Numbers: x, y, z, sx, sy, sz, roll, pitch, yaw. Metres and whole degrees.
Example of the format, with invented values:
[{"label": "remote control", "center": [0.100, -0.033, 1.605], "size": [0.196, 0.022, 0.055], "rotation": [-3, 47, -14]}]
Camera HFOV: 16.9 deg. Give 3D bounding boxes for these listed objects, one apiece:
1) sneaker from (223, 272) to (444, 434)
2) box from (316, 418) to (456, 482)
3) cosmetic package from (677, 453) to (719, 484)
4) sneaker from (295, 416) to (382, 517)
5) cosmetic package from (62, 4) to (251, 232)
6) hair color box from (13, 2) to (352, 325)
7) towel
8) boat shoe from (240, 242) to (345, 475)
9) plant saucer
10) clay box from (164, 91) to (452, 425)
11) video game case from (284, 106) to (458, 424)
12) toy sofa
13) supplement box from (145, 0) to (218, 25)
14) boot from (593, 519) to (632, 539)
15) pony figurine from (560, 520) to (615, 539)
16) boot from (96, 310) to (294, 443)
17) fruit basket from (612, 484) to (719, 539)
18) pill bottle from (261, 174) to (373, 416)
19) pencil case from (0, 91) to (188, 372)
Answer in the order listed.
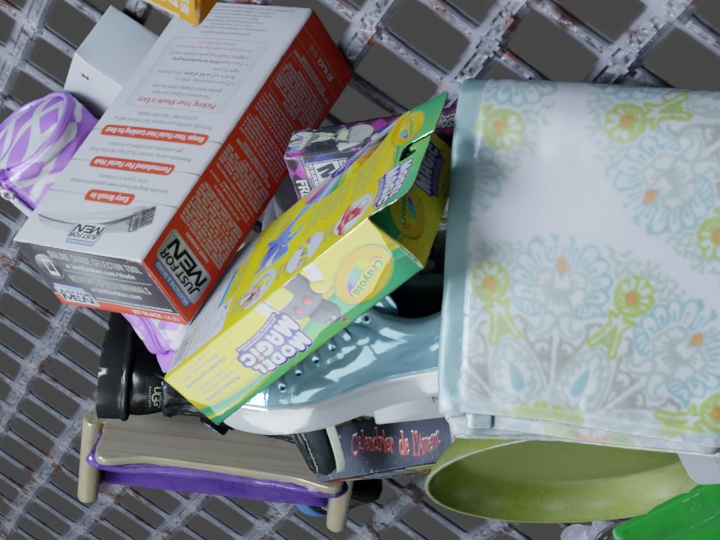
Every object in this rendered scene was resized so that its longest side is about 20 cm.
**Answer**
[{"label": "sneaker", "center": [0.002, 0.034, 1.405], "size": [0.200, 0.074, 0.082], "rotation": [-15, 117, 12]}, {"label": "box", "center": [0.076, 0.115, 1.656], "size": [0.136, 0.038, 0.200], "rotation": [-1, 172, -31]}, {"label": "cosmetic package", "center": [0.268, 0.059, 1.340], "size": [0.200, 0.074, 0.102], "rotation": [-5, 134, 31]}, {"label": "sneaker", "center": [-0.035, 0.113, 1.849], "size": [0.083, 0.071, 0.200], "rotation": [-8, 135, 19]}, {"label": "cosmetic package", "center": [-0.132, -0.078, 1.630], "size": [0.151, 0.052, 0.200], "rotation": [31, 154, -2]}, {"label": "hair color box", "center": [-0.104, -0.068, 1.446], "size": [0.111, 0.200, 0.064], "rotation": [9, 145, 40]}, {"label": "towel", "center": [0.130, -0.001, 1.312], "size": [0.171, 0.200, 0.048], "rotation": [5, -174, 16]}, {"label": "boat shoe", "center": [-0.076, 0.057, 1.583], "size": [0.200, 0.066, 0.074], "rotation": [64, 169, -19]}, {"label": "plant saucer", "center": [0.139, 0.116, 1.498], "size": [0.200, 0.031, 0.200], "rotation": [-1, 159, -1]}, {"label": "clay box", "center": [-0.017, -0.008, 1.348], "size": [0.048, 0.115, 0.200], "rotation": [43, 124, -16]}, {"label": "video game case", "center": [0.069, -0.004, 1.423], "size": [0.181, 0.036, 0.200], "rotation": [-7, 122, 18]}, {"label": "toy sofa", "center": [-0.104, 0.142, 1.765], "size": [0.200, 0.098, 0.083], "rotation": [7, 131, -4]}, {"label": "supplement box", "center": [-0.159, -0.237, 1.361], "size": [0.200, 0.074, 0.126], "rotation": [27, 153, 13]}, {"label": "boot", "center": [0.277, 0.210, 1.584], "size": [0.200, 0.073, 0.182], "rotation": [27, 160, -31]}, {"label": "pony figurine", "center": [0.214, 0.275, 1.723], "size": [0.193, 0.167, 0.200], "rotation": [9, -178, 13]}, {"label": "boot", "center": [-0.100, 0.054, 1.734], "size": [0.158, 0.211, 0.080], "rotation": [4, 120, 0]}, {"label": "fruit basket", "center": [0.246, 0.219, 1.486], "size": [0.200, 0.185, 0.094], "rotation": [61, -176, -28]}, {"label": "pill bottle", "center": [0.000, 0.000, 1.550], "size": [0.109, 0.109, 0.200], "rotation": [20, 152, 25]}, {"label": "pencil case", "center": [-0.166, -0.029, 1.600], "size": [0.084, 0.086, 0.200], "rotation": [-18, 128, 40]}]
